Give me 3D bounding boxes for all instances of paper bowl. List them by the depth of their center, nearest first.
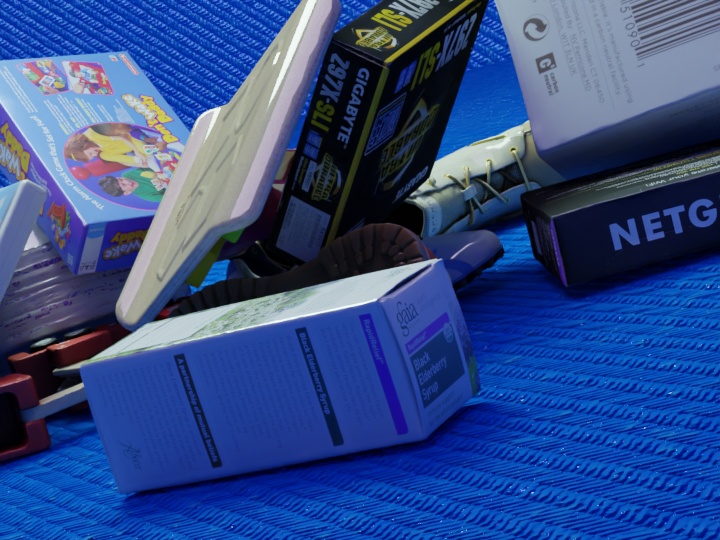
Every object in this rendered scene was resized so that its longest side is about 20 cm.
[{"bbox_3d":[-0.235,0.010,1.645,0.199,0.105,0.201,-21,-7,-2],"label":"paper bowl"}]

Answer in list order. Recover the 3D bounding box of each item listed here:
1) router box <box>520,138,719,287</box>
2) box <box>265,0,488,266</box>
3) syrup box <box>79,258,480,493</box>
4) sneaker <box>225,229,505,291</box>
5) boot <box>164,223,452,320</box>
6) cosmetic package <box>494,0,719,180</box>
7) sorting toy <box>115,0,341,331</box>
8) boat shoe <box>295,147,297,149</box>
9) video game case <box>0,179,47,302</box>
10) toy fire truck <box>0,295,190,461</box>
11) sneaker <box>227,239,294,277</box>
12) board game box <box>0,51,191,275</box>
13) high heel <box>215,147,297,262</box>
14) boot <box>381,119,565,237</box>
[{"bbox_3d":[0.213,-0.047,1.435,0.198,0.052,0.149,-15,8,-1],"label":"router box"},{"bbox_3d":[0.015,-0.106,1.478,0.049,0.161,0.200,24,28,14],"label":"box"},{"bbox_3d":[-0.044,0.058,1.176,0.199,0.082,0.079,-12,12,29],"label":"syrup box"},{"bbox_3d":[0.000,0.000,1.506,0.198,0.073,0.072,-15,7,8],"label":"sneaker"},{"bbox_3d":[-0.034,0.035,1.406,0.199,0.076,0.107,-21,-13,16],"label":"boot"},{"bbox_3d":[0.204,-0.158,1.547,0.164,0.166,0.200,-19,-18,16],"label":"cosmetic package"},{"bbox_3d":[-0.080,-0.065,1.394,0.200,0.036,0.186,-38,28,57],"label":"sorting toy"},{"bbox_3d":[-0.047,-0.041,1.762,0.062,0.072,0.200,-63,6,-30],"label":"boat shoe"},{"bbox_3d":[-0.291,0.041,1.491,0.182,0.022,0.201,-12,53,60],"label":"video game case"},{"bbox_3d":[-0.180,0.070,1.487,0.199,0.049,0.141,-19,9,-19],"label":"toy fire truck"},{"bbox_3d":[-0.104,-0.052,1.660,0.075,0.199,0.106,-63,4,-8],"label":"sneaker"},{"bbox_3d":[-0.190,-0.083,1.597,0.134,0.045,0.200,-8,43,-34],"label":"board game box"},{"bbox_3d":[-0.031,-0.070,1.545,0.199,0.068,0.096,-22,-13,-42],"label":"high heel"},{"bbox_3d":[0.094,-0.064,1.728,0.199,0.073,0.154,-20,4,36],"label":"boot"}]
